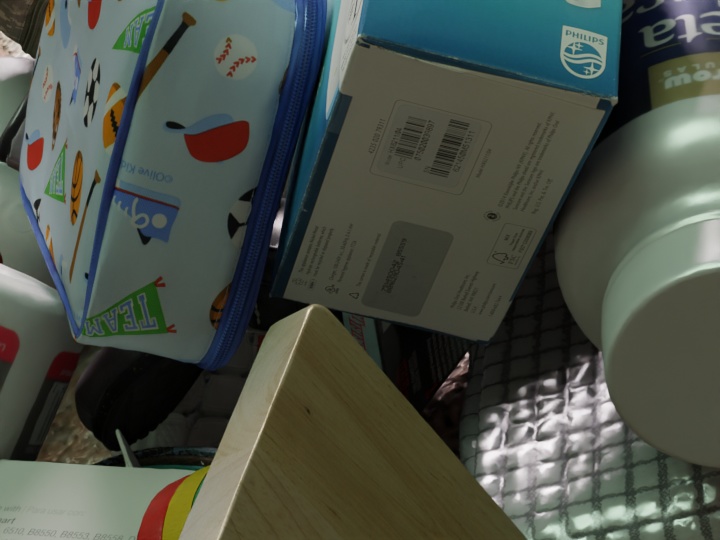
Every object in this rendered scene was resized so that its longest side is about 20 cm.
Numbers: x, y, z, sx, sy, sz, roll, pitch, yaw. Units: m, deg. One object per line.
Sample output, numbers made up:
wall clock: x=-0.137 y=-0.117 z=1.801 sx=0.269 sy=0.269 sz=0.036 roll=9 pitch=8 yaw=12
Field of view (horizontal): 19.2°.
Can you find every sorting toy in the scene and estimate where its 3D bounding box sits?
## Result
sorting toy: x=-0.004 y=0.152 z=0.633 sx=0.069 sy=0.200 sz=0.200 roll=-24 pitch=28 yaw=34

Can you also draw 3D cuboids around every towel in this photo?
towel: x=0.123 y=0.051 z=0.787 sx=0.164 sy=0.086 sz=0.201 roll=-16 pitch=35 yaw=16

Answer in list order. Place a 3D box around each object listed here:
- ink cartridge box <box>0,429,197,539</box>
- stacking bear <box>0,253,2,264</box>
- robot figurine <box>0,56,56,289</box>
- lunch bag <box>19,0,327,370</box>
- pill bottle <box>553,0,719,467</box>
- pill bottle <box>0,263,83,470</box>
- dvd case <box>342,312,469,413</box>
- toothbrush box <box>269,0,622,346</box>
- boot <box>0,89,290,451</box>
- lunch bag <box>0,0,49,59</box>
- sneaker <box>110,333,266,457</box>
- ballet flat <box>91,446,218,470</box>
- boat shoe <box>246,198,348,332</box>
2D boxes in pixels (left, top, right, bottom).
ink cartridge box: x=-0.090 y=0.162 z=0.727 sx=0.124 sy=0.129 sz=0.201 roll=0 pitch=40 yaw=32
stacking bear: x=-0.240 y=0.055 z=0.945 sx=0.201 sy=0.121 sz=0.114 roll=-54 pitch=25 yaw=-10
robot figurine: x=-0.182 y=-0.031 z=1.078 sx=0.168 sy=0.114 sz=0.201 roll=-4 pitch=36 yaw=9
lunch bag: x=-0.076 y=-0.058 z=0.781 sx=0.075 sy=0.162 sz=0.200 roll=8 pitch=18 yaw=-18
pill bottle: x=0.120 y=-0.031 z=0.721 sx=0.110 sy=0.112 sz=0.201 roll=-15 pitch=35 yaw=15
pill bottle: x=-0.189 y=0.086 z=0.807 sx=0.110 sy=0.110 sz=0.201 roll=22 pitch=89 yaw=49
dvd case: x=0.060 y=-0.037 z=0.876 sx=0.022 sy=0.146 sz=0.201 roll=30 pitch=69 yaw=19
toothbrush box: x=0.034 y=-0.101 z=0.735 sx=0.085 sy=0.147 sz=0.201 roll=14 pitch=56 yaw=-6
boot: x=-0.105 y=-0.019 z=0.908 sx=0.070 sy=0.131 sz=0.200 roll=-57 pitch=-1 yaw=40
lunch bag: x=-0.091 y=-0.170 z=1.055 sx=0.201 sy=0.167 sz=0.139 roll=-53 pitch=4 yaw=-18
sneaker: x=-0.078 y=0.034 z=0.975 sx=0.082 sy=0.076 sz=0.201 roll=126 pitch=159 yaw=-50
ballet flat: x=-0.108 y=0.114 z=0.871 sx=0.198 sy=0.075 sz=0.075 roll=-13 pitch=34 yaw=16
boat shoe: x=0.000 y=0.000 z=0.898 sx=0.060 sy=0.076 sz=0.200 roll=6 pitch=9 yaw=23
